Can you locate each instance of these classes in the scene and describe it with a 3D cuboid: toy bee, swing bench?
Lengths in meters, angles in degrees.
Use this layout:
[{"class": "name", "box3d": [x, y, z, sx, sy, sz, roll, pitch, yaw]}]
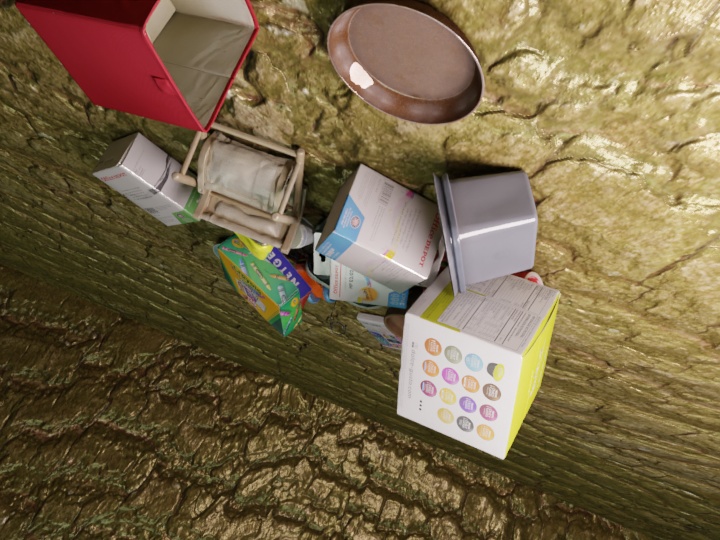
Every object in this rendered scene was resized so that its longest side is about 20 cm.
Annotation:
[{"class": "toy bee", "box3d": [-0.080, 0.031, 1.542, 0.127, 0.110, 0.203, 11, 139, 17]}, {"class": "swing bench", "box3d": [-0.202, -0.146, 1.212, 0.194, 0.133, 0.200, 20, 165, 4]}]

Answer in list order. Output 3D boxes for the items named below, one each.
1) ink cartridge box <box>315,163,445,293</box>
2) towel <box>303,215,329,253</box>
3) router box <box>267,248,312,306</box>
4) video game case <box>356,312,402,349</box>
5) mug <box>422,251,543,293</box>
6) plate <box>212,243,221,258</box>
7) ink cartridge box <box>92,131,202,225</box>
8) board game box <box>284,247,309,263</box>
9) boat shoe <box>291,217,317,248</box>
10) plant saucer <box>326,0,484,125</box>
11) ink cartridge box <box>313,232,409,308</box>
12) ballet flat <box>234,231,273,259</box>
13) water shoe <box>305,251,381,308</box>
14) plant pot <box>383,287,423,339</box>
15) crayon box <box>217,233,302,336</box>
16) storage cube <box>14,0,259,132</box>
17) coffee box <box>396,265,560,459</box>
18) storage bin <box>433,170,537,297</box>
[{"class": "ink cartridge box", "box3d": [0.045, -0.059, 1.156, 0.196, 0.131, 0.125, 27, 160, -12]}, {"class": "towel", "box3d": [-0.010, -0.044, 1.410, 0.189, 0.035, 0.200, 25, 158, -14]}, {"class": "router box", "box3d": [-0.198, 0.007, 1.520, 0.201, 0.049, 0.180, 49, 159, 4]}, {"class": "video game case", "box3d": [0.109, 0.172, 1.822, 0.196, 0.024, 0.182, 8, 156, 32]}, {"class": "mug", "box3d": [0.216, 0.053, 1.251, 0.196, 0.137, 0.176, 0, 161, 40]}, {"class": "plate", "box3d": [-0.279, -0.024, 1.741, 0.195, 0.026, 0.201, 21, 159, 8]}, {"class": "ink cartridge box", "box3d": [-0.423, -0.182, 1.409, 0.144, 0.086, 0.199, -1, 149, 46]}, {"class": "board game box", "box3d": [-0.169, -0.070, 1.519, 0.101, 0.020, 0.199, -1, 149, 46]}, {"class": "boat shoe", "box3d": [-0.169, -0.093, 1.375, 0.198, 0.072, 0.071, 25, -164, 31]}, {"class": "plant saucer", "box3d": [0.056, -0.248, 0.813, 0.195, 0.035, 0.201, 20, 159, 8]}, {"class": "ink cartridge box", "box3d": [0.000, 0.000, 1.327, 0.194, 0.069, 0.117, 7, 133, 3]}, {"class": "ballet flat", "box3d": [-0.239, -0.097, 1.346, 0.200, 0.066, 0.068, 46, 146, 21]}, {"class": "water shoe", "box3d": [-0.021, 0.019, 1.425, 0.196, 0.073, 0.079, 23, 155, -13]}, {"class": "plant pot", "box3d": [0.154, 0.102, 1.496, 0.196, 0.095, 0.202, 20, 161, 7]}, {"class": "crayon box", "box3d": [-0.206, 0.029, 1.420, 0.199, 0.058, 0.120, 40, 154, 23]}, {"class": "storage cube", "box3d": [-0.251, -0.297, 0.813, 0.175, 0.175, 0.201, 16, 160, 17]}, {"class": "coffee box", "box3d": [0.191, 0.134, 1.119, 0.194, 0.200, 0.205, 18, 124, 25]}, {"class": "storage bin", "box3d": [0.184, -0.068, 1.011, 0.130, 0.149, 0.201, -10, 153, 6]}]
